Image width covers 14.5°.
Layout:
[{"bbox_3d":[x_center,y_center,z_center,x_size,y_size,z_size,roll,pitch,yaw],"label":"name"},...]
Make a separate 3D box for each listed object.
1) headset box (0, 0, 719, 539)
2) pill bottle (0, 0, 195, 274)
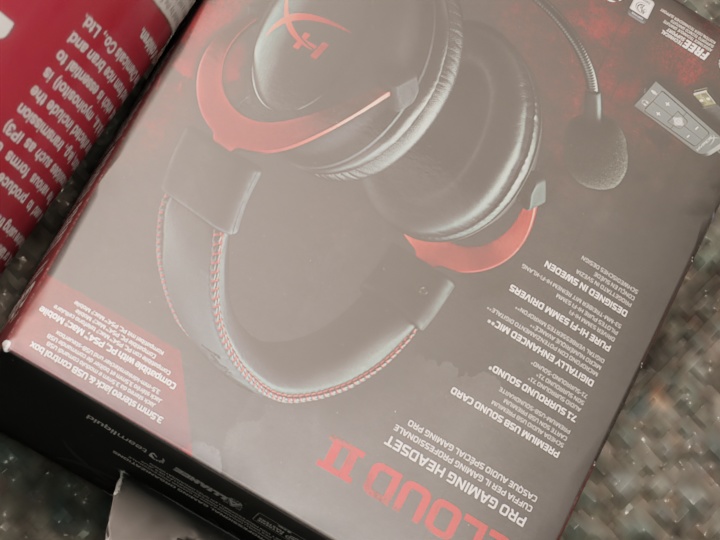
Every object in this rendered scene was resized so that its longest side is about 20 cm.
[{"bbox_3d":[0.000,0.000,0.746,0.148,0.075,0.201,31,69,-6],"label":"headset box"},{"bbox_3d":[-0.123,-0.044,0.693,0.113,0.113,0.201,35,83,-4],"label":"pill bottle"}]
